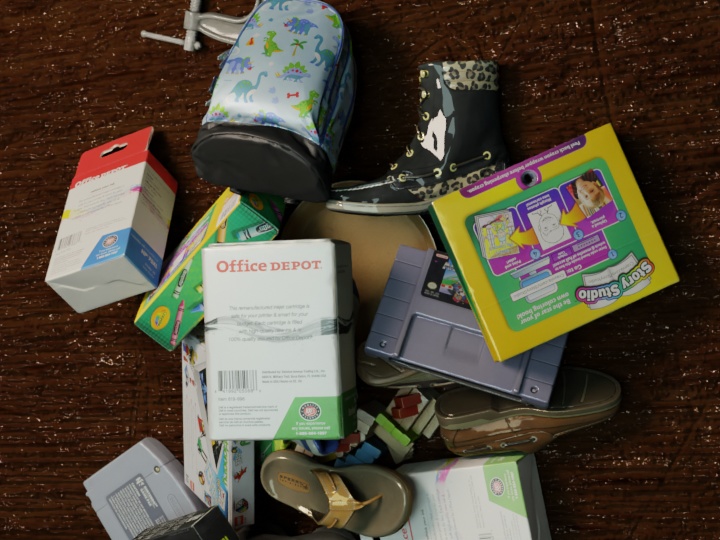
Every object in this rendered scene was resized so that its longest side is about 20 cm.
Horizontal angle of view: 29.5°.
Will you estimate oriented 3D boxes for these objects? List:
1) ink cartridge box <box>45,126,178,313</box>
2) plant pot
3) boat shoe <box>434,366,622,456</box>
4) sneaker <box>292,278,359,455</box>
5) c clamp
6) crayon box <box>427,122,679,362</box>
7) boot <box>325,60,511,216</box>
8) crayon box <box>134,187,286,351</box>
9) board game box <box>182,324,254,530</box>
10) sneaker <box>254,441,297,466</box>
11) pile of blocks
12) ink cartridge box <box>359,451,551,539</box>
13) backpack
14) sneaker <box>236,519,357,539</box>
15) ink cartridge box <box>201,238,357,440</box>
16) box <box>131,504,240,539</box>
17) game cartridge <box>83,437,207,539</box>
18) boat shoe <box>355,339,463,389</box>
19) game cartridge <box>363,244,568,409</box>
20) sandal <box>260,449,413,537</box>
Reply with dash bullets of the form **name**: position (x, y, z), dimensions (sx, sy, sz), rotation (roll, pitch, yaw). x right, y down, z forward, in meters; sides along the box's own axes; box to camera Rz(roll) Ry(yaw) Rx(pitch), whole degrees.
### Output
- **ink cartridge box**: position (-0.281, -0.061, 1.578), dimensions (0.115, 0.067, 0.201), rotation (-16, 46, 25)
- **plant pot**: position (0.000, 0.000, 1.518), dimensions (0.198, 0.027, 0.202), rotation (4, 100, 23)
- **boat shoe**: position (0.181, 0.153, 1.445), dimensions (0.198, 0.072, 0.068), rotation (-7, 122, 18)
- **sneaker**: position (-0.028, 0.104, 1.478), dimensions (0.088, 0.075, 0.202), rotation (35, 119, 43)
- **c clamp**: position (-0.160, -0.338, 1.540), dimensions (0.170, 0.027, 0.202), rotation (21, 106, 20)
- **crayon box**: position (0.192, -0.027, 1.370), dimensions (0.199, 0.058, 0.174), rotation (-23, 88, -2)
- **boot**: position (0.059, -0.136, 1.429), dimensions (0.201, 0.073, 0.155), rotation (-5, 93, 0)
- **crayon box**: position (-0.165, -0.018, 1.532), dimensions (0.058, 0.119, 0.200), rotation (37, 113, -14)
- **board game box**: position (-0.163, 0.178, 1.559), dimensions (0.126, 0.034, 0.202), rotation (30, 124, 52)
- **sneaker**: position (-0.113, 0.131, 1.560), dimensions (0.083, 0.074, 0.202), rotation (5, 100, 19)
- **pile of blocks**: position (0.007, 0.189, 1.522), dimensions (0.199, 0.062, 0.083), rotation (-30, 85, 25)
- **ink cartridge box**: position (0.098, 0.267, 1.490), dimensions (0.198, 0.067, 0.118), rotation (-10, 93, 25)
- **backpack**: position (-0.077, -0.190, 1.444), dimensions (0.162, 0.201, 0.155), rotation (13, 139, 20)
- **sneaker**: position (-0.084, 0.333, 1.551), dimensions (0.199, 0.090, 0.077), rotation (-6, 93, 37)
- **ink cartridge box**: position (-0.081, 0.070, 1.409), dimensions (0.145, 0.083, 0.202), rotation (-1, 91, 12)
- **box**: position (-0.166, 0.368, 1.549), dimensions (0.194, 0.047, 0.200), rotation (55, 144, -6)
- **game cartridge**: position (-0.242, 0.312, 1.665), dimensions (0.133, 0.041, 0.201), rotation (-34, 83, 20)
- **boat shoe**: position (0.094, 0.091, 1.464), dimensions (0.198, 0.072, 0.073), rotation (-14, 67, 1)
- **game cartridge**: position (0.116, 0.054, 1.421), dimensions (0.198, 0.038, 0.131), rotation (16, 73, 10)
- **sandal**: position (-0.034, 0.244, 1.484), dimensions (0.198, 0.054, 0.081), rotation (10, 103, 30)
